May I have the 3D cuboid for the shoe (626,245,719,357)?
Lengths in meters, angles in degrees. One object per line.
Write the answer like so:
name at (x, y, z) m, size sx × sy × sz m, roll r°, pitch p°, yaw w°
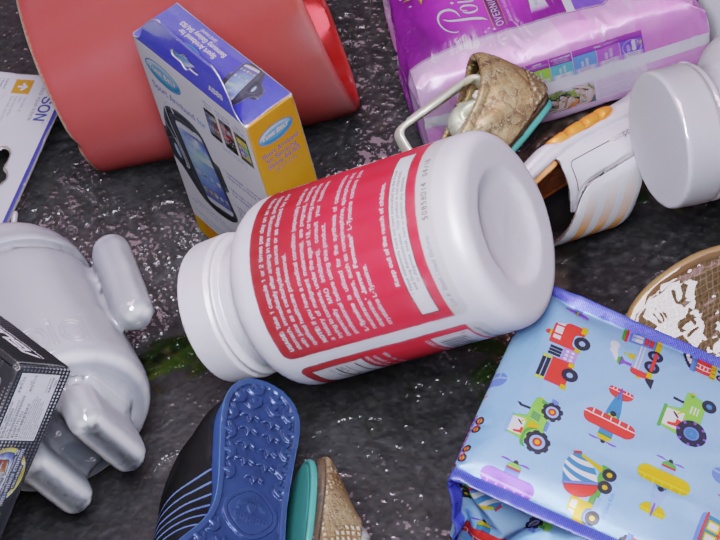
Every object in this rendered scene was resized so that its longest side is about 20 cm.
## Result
shoe at (0.248, 0.008, 1.417) m, size 0.199 × 0.053 × 0.070 m, roll -22°, pitch 80°, yaw -2°

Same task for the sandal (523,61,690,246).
sandal at (0.155, -0.063, 1.481) m, size 0.206 × 0.079 × 0.059 m, roll -34°, pitch 77°, yaw -33°

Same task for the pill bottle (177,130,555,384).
pill bottle at (0.000, 0.000, 1.356) m, size 0.199 × 0.112 × 0.113 m, roll -16°, pitch 42°, yaw 30°

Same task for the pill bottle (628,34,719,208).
pill bottle at (0.266, -0.096, 1.434) m, size 0.198 × 0.112 × 0.111 m, roll -12°, pitch 45°, yaw -16°

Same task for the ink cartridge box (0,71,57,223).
ink cartridge box at (-0.308, -0.056, 1.602) m, size 0.198 × 0.043 × 0.197 m, roll 7°, pitch 50°, yaw 14°

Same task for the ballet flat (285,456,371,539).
ballet flat at (-0.016, 0.193, 1.307) m, size 0.065 × 0.071 × 0.201 m, roll 16°, pitch 52°, yaw -8°

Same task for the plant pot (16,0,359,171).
plant pot at (-0.116, -0.162, 1.564) m, size 0.176 × 0.201 × 0.201 m, roll -21°, pitch 47°, yaw 5°

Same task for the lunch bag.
lunch bag at (0.163, 0.113, 1.320) m, size 0.199 × 0.094 × 0.151 m, roll 17°, pitch 51°, yaw 14°

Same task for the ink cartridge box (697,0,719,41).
ink cartridge box at (0.284, -0.227, 1.515) m, size 0.144 × 0.201 × 0.084 m, roll -31°, pitch 46°, yaw -15°

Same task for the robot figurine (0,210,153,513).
robot figurine at (-0.196, 0.050, 1.430) m, size 0.169 × 0.113 × 0.200 m, roll -36°, pitch 49°, yaw 2°

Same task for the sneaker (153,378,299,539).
sneaker at (-0.082, 0.156, 1.333) m, size 0.070 × 0.078 × 0.201 m, roll 26°, pitch 47°, yaw -10°

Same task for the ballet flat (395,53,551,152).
ballet flat at (0.037, -0.052, 1.471) m, size 0.065 × 0.070 × 0.200 m, roll 39°, pitch 71°, yaw -7°

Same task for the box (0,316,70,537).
box at (-0.263, 0.105, 1.362) m, size 0.160 × 0.044 × 0.201 m, roll 33°, pitch 104°, yaw 33°

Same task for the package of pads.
package of pads at (0.118, -0.160, 1.572) m, size 0.198 × 0.076 × 0.121 m, roll -17°, pitch 45°, yaw 0°

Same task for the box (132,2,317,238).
box at (-0.073, -0.071, 1.452) m, size 0.041 × 0.201 × 0.119 m, roll -35°, pitch 51°, yaw -19°
